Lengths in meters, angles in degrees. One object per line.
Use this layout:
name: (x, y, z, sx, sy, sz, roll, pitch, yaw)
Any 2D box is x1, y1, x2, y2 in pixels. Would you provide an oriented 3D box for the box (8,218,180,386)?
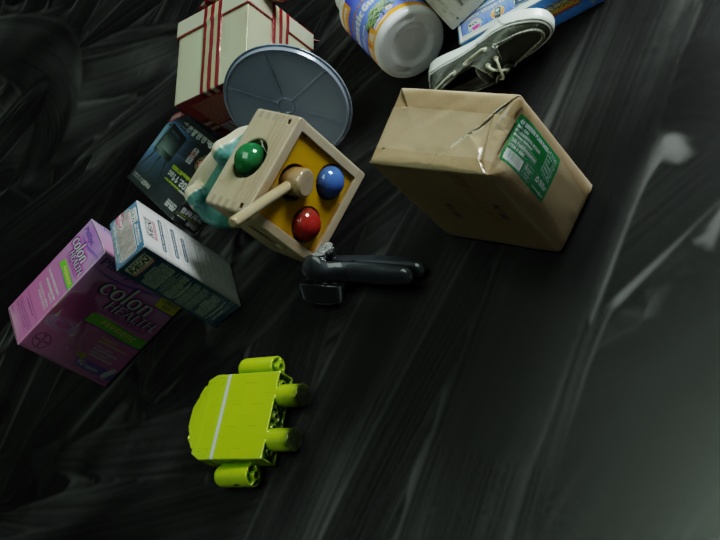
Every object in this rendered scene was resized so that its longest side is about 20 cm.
box: (-0.409, 0.055, 1.526, 0.200, 0.176, 0.097, -45, 44, 7)

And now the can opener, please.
can opener: (0.000, 0.000, 1.312, 0.199, 0.079, 0.063, -4, 22, 35)

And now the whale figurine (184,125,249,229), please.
whale figurine: (-0.187, -0.134, 1.467, 0.159, 0.200, 0.104, -35, 80, -26)

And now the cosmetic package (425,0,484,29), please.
cosmetic package: (0.110, -0.443, 1.398, 0.105, 0.071, 0.200, -43, 44, 12)

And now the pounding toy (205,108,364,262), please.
pounding toy: (-0.110, -0.110, 1.362, 0.142, 0.200, 0.185, 20, 77, 44)

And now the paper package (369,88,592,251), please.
paper package: (0.143, -0.117, 1.154, 0.190, 0.200, 0.104, 12, 72, 42)

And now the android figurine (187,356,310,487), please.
android figurine: (-0.158, 0.202, 1.318, 0.199, 0.041, 0.183, -11, 58, 35)

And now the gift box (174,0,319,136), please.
gift box: (-0.172, -0.337, 1.581, 0.199, 0.184, 0.188, -15, 64, 28)

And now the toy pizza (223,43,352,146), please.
toy pizza: (-0.107, -0.254, 1.459, 0.199, 0.200, 0.032, -18, 36, 31)

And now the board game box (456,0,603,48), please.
board game box: (0.227, -0.416, 1.376, 0.199, 0.056, 0.197, -23, 51, 28)

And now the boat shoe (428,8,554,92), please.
boat shoe: (0.178, -0.282, 1.328, 0.199, 0.071, 0.064, -26, 48, 36)

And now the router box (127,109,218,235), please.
router box: (-0.295, -0.169, 1.653, 0.150, 0.062, 0.200, -54, 43, 1)

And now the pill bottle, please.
pill bottle: (0.035, -0.383, 1.476, 0.112, 0.112, 0.200, -44, 44, 9)

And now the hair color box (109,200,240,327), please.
hair color box: (-0.269, -0.006, 1.429, 0.060, 0.200, 0.100, -37, 45, 16)
